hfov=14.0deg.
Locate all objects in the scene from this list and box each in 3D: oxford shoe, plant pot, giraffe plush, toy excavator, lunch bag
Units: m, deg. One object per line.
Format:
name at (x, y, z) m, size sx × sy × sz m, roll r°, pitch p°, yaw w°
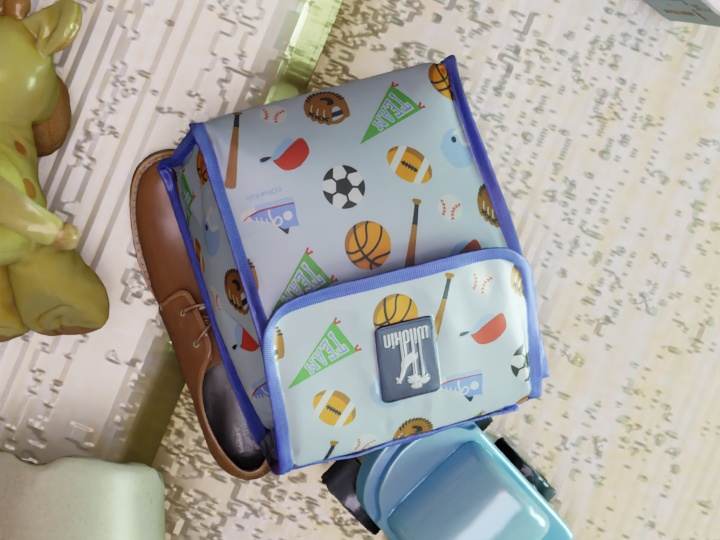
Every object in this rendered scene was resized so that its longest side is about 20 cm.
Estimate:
oxford shoe at (-0.083, 0.025, 1.700) m, size 0.071 × 0.071 × 0.201 m, roll -19°, pitch 94°, yaw 0°
plant pot at (-0.183, 0.197, 1.660) m, size 0.199 × 0.200 × 0.184 m, roll 6°, pitch 83°, yaw -4°
giraffe plush at (-0.218, -0.069, 1.651) m, size 0.172 × 0.200 × 0.163 m, roll 7°, pitch 66°, yaw -1°
toy excavator at (0.086, 0.171, 1.662) m, size 0.100 × 0.200 × 0.195 m, roll -42°, pitch 113°, yaw 0°
lunch bag at (0.000, 0.000, 1.641) m, size 0.169 × 0.124 × 0.201 m, roll -14°, pitch 81°, yaw -16°

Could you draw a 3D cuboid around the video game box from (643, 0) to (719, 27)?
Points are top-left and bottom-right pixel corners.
video game box at (0.240, -0.226, 1.643) m, size 0.047 × 0.182 × 0.200 m, roll 39°, pitch 92°, yaw -6°
